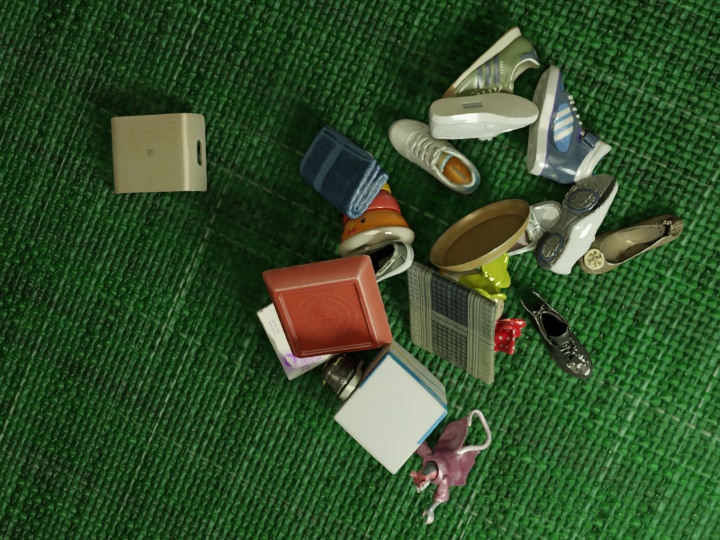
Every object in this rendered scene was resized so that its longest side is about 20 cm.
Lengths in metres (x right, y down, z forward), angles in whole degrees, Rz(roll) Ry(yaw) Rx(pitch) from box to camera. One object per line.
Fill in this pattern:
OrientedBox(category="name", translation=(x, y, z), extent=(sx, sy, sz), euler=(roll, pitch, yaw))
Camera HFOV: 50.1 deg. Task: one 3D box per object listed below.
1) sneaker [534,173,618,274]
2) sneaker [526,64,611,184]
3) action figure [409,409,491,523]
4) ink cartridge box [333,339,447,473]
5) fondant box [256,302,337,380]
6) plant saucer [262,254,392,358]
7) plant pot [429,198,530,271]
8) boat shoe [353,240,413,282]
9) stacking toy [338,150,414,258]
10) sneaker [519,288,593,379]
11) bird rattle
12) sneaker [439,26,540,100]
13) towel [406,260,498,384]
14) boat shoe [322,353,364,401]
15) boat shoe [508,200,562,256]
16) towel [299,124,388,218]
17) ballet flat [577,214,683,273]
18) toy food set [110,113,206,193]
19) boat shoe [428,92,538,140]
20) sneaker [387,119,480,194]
OrientedBox(category="sneaker", translation=(0.393, -0.082, 1.384), extent=(0.202, 0.086, 0.075), euler=(-54, 46, 11))
OrientedBox(category="sneaker", translation=(0.384, -0.257, 1.393), extent=(0.143, 0.081, 0.205), euler=(9, 86, -7))
OrientedBox(category="action figure", translation=(0.154, 0.351, 1.378), extent=(0.148, 0.199, 0.136), euler=(-36, 76, 24))
OrientedBox(category="ink cartridge box", translation=(0.058, 0.236, 1.386), extent=(0.144, 0.200, 0.148), euler=(41, 96, 1))
OrientedBox(category="fondant box", translation=(-0.078, 0.097, 1.468), extent=(0.197, 0.058, 0.147), euler=(-28, 89, 8))
OrientedBox(category="plant saucer", translation=(-0.057, 0.077, 1.359), extent=(0.195, 0.037, 0.203), euler=(-9, 125, 11))
OrientedBox(category="plant pot", translation=(0.214, -0.058, 1.363), extent=(0.197, 0.201, 0.028), euler=(-30, 110, 8))
OrientedBox(category="boat shoe", translation=(0.000, 0.000, 1.366), extent=(0.198, 0.063, 0.072), euler=(-32, 67, 29))
OrientedBox(category="stacking toy", translation=(0.014, -0.127, 1.430), extent=(0.143, 0.146, 0.205), euler=(-14, 73, 7))
OrientedBox(category="sneaker", translation=(0.356, 0.119, 1.392), extent=(0.060, 0.104, 0.201), euler=(-36, 88, 7))
OrientedBox(category="bird rattle", translation=(0.219, 0.054, 1.405), extent=(0.160, 0.202, 0.113), euler=(16, 53, 34))
OrientedBox(category="sneaker", translation=(0.241, -0.343, 1.402), extent=(0.200, 0.067, 0.090), euler=(-43, 82, 4))
OrientedBox(category="towel", translation=(0.163, 0.091, 1.371), extent=(0.190, 0.034, 0.203), euler=(27, 140, 31))
OrientedBox(category="boat shoe", translation=(-0.035, 0.180, 1.393), extent=(0.060, 0.201, 0.072), euler=(36, 90, -2))
OrientedBox(category="boat shoe", translation=(0.284, -0.064, 1.412), extent=(0.198, 0.065, 0.076), euler=(-24, 90, 7))
OrientedBox(category="towel", translation=(-0.039, -0.181, 1.400), extent=(0.113, 0.048, 0.200), euler=(-55, 46, 7))
OrientedBox(category="ballet flat", translation=(0.490, -0.050, 1.396), extent=(0.196, 0.046, 0.069), euler=(-21, 89, 8))
OrientedBox(category="toy food set", translation=(-0.395, -0.225, 1.499), extent=(0.195, 0.060, 0.148), euler=(0, 93, 15))
OrientedBox(category="boat shoe", translation=(0.219, -0.266, 1.382), extent=(0.195, 0.069, 0.073), euler=(-7, 51, -6))
OrientedBox(category="sneaker", translation=(0.137, -0.216, 1.416), extent=(0.198, 0.081, 0.077), euler=(34, 98, 6))
